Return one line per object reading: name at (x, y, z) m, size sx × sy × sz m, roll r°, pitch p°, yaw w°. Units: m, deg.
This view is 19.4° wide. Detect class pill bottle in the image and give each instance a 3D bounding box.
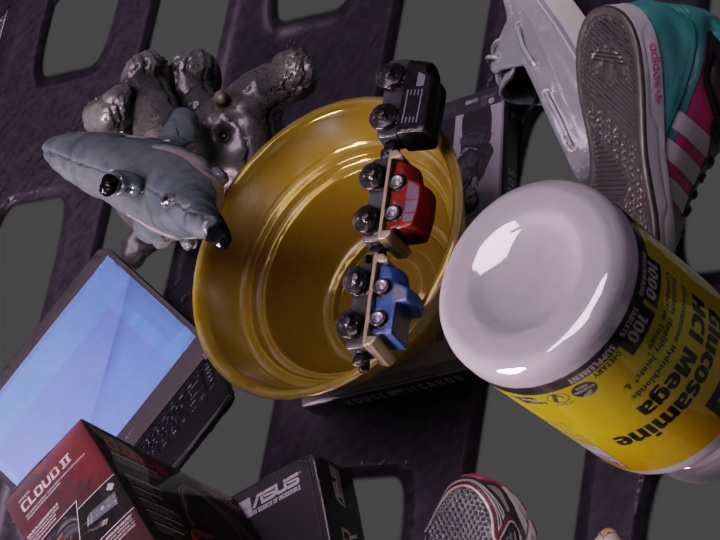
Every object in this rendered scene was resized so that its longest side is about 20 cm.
pill bottle at (0.140, 0.041, 1.124) m, size 0.112 × 0.200 × 0.112 m, roll -20°, pitch 55°, yaw 31°

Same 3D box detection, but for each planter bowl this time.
planter bowl at (0.000, 0.000, 1.304) m, size 0.200 × 0.083 × 0.200 m, roll -19°, pitch 55°, yaw 30°

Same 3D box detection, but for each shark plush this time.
shark plush at (-0.132, -0.040, 1.306) m, size 0.091 × 0.083 × 0.200 m, roll -65°, pitch 32°, yaw 18°

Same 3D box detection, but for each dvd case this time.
dvd case at (0.033, -0.013, 1.370) m, size 0.150 × 0.025 × 0.200 m, roll -15°, pitch 58°, yaw 33°

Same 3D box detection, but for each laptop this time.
laptop at (-0.184, 0.099, 1.425) m, size 0.177 × 0.103 × 0.200 m, roll -52°, pitch 14°, yaw 5°

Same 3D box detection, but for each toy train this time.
toy train at (0.022, -0.034, 1.216) m, size 0.046 × 0.034 × 0.200 m, roll -3°, pitch 63°, yaw 24°

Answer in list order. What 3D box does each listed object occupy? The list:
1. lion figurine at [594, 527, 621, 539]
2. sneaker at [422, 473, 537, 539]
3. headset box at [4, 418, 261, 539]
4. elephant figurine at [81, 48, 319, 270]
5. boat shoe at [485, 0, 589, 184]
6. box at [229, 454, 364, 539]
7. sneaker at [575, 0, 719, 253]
lion figurine at (0.196, 0.189, 1.083) m, size 0.200 × 0.122 × 0.073 m, roll 7°, pitch 104°, yaw 26°
sneaker at (0.045, 0.210, 1.196) m, size 0.081 × 0.075 × 0.200 m, roll -1°, pitch 65°, yaw 40°
headset box at (-0.109, 0.183, 1.225) m, size 0.075 × 0.149 × 0.200 m, roll -47°, pitch 45°, yaw 8°
elephant figurine at (-0.100, -0.072, 1.431) m, size 0.141 × 0.155 × 0.200 m, roll -39°, pitch 33°, yaw -15°
boat shoe at (0.116, -0.134, 1.335) m, size 0.071 × 0.070 × 0.201 m, roll -34°, pitch 51°, yaw 7°
box at (-0.081, 0.228, 1.313) m, size 0.200 × 0.044 × 0.160 m, roll -30°, pitch 50°, yaw 24°
sneaker at (0.188, -0.065, 1.232) m, size 0.084 × 0.121 × 0.200 m, roll 24°, pitch 123°, yaw 51°
